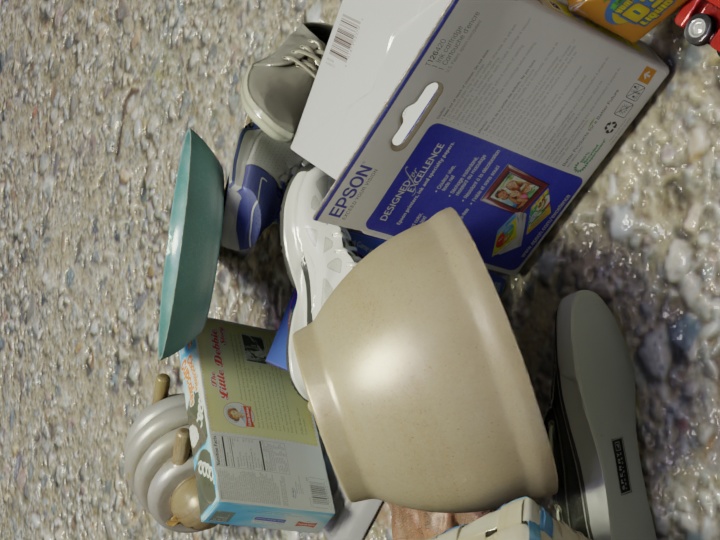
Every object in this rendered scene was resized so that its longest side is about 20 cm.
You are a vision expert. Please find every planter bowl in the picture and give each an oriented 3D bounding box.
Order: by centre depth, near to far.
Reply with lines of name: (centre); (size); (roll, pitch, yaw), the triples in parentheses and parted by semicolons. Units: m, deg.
planter bowl: (0.033, 0.075, 0.721); (0.133, 0.201, 0.202); (-20, 61, -1)

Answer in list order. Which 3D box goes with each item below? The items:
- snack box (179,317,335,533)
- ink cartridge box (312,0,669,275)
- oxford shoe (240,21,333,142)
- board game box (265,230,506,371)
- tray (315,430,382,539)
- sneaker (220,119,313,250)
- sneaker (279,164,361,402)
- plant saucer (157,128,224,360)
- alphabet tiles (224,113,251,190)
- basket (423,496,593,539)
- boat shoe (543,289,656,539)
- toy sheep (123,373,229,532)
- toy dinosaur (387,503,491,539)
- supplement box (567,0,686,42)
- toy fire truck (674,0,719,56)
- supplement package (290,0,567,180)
snack box: (-0.097, 0.135, 0.969); (0.037, 0.115, 0.202); (-51, 39, 35)
ink cartridge box: (0.088, -0.099, 0.752); (0.199, 0.198, 0.047); (-55, 39, 27)
oxford shoe: (-0.055, -0.177, 0.970); (0.058, 0.075, 0.201); (-39, 13, 30)
board game box: (0.016, 0.045, 0.907); (0.199, 0.045, 0.136); (17, 83, 48)
tray: (-0.004, 0.150, 0.956); (0.107, 0.022, 0.202); (45, 117, 44)
sneaker: (-0.056, -0.090, 0.969); (0.200, 0.114, 0.081); (-76, 2, -57)
sneaker: (0.000, 0.000, 0.870); (0.114, 0.075, 0.203); (-15, 69, 30)
plant saucer: (-0.147, -0.021, 0.939); (0.200, 0.035, 0.203); (-172, 90, -77)
alphabet tiles: (-0.131, -0.083, 1.074); (0.167, 0.007, 0.202); (-95, 22, -73)
basket: (0.109, 0.245, 0.672); (0.175, 0.201, 0.140); (-26, 24, 25)
boat shoe: (0.151, 0.117, 0.742); (0.063, 0.070, 0.203); (-18, 72, 45)
toy sheep: (-0.173, 0.181, 1.070); (0.139, 0.136, 0.201); (-63, 30, 21)
toy dinosaur: (0.056, 0.177, 0.811); (0.199, 0.085, 0.138); (-10, 90, 50)
supplement box: (0.177, -0.260, 0.745); (0.066, 0.068, 0.202); (-36, 43, 45)
toy fire truck: (0.295, -0.161, 0.638); (0.200, 0.048, 0.142); (51, 121, 42)
supplement package: (0.056, -0.155, 0.868); (0.155, 0.110, 0.202); (37, 111, 45)
